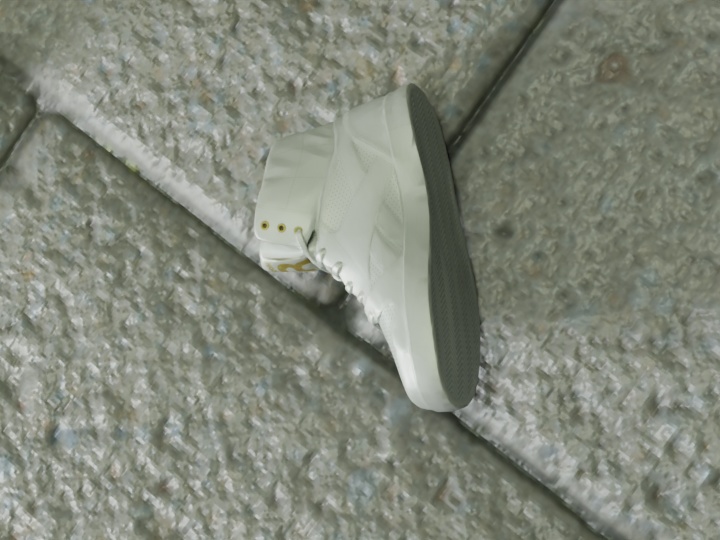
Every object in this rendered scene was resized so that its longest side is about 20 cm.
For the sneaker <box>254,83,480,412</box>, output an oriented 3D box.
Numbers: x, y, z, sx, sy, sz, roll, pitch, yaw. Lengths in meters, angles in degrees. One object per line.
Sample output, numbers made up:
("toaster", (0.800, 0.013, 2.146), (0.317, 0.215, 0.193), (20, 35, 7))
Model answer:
("sneaker", (0.000, 0.000, 1.109), (0.115, 0.074, 0.200), (-18, 62, 20))
